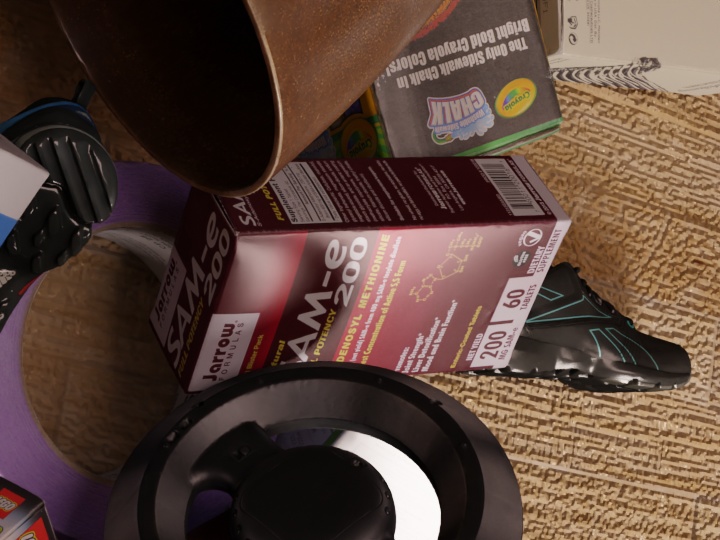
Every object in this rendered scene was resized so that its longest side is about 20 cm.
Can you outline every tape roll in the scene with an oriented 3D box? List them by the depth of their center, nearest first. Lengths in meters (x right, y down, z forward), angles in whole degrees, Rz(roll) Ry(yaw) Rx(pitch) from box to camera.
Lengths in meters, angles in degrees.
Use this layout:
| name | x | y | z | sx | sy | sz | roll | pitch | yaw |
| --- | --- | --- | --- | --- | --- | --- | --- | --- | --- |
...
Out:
| name | x | y | z | sx | sy | sz | roll | pitch | yaw |
| --- | --- | --- | --- | --- | --- | --- | --- | --- | --- |
| tape roll | -0.134 | 0.045 | 1.047 | 0.199 | 0.065 | 0.202 | 2 | 87 | -37 |

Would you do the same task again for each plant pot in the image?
| name | x | y | z | sx | sy | sz | roll | pitch | yaw |
| --- | --- | --- | --- | --- | --- | --- | --- | --- | --- |
| plant pot | -0.025 | -0.165 | 0.942 | 0.199 | 0.186 | 0.188 | -34 | 107 | -27 |

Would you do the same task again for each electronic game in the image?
| name | x | y | z | sx | sy | sz | roll | pitch | yaw |
| --- | --- | --- | --- | --- | --- | --- | --- | --- | --- |
| electronic game | -0.022 | 0.118 | 0.929 | 0.200 | 0.199 | 0.042 | -39 | 144 | -32 |

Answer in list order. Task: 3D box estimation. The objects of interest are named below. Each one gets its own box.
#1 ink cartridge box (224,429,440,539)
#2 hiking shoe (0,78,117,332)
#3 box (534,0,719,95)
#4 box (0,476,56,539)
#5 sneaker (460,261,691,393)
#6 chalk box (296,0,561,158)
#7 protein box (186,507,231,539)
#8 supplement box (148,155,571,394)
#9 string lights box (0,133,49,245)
| name | x | y | z | sx | sy | sz | roll | pitch | yaw |
| --- | --- | --- | --- | --- | --- | --- | --- | --- | --- |
| ink cartridge box | -0.027 | 0.150 | 1.100 | 0.103 | 0.059 | 0.200 | 32 | 106 | -31 |
| hiking shoe | -0.194 | -0.004 | 0.945 | 0.199 | 0.087 | 0.074 | -37 | 115 | 11 |
| box | 0.177 | -0.159 | 1.286 | 0.199 | 0.082 | 0.069 | 2 | 85 | -36 |
| box | -0.180 | 0.210 | 0.965 | 0.110 | 0.035 | 0.201 | -43 | 138 | -34 |
| sneaker | 0.137 | 0.034 | 1.247 | 0.199 | 0.075 | 0.080 | 11 | 78 | -36 |
| chalk box | 0.023 | -0.114 | 1.123 | 0.124 | 0.124 | 0.202 | -19 | 100 | -29 |
| protein box | -0.058 | 0.245 | 0.968 | 0.199 | 0.135 | 0.200 | -27 | 130 | -27 |
| supplement box | 0.000 | 0.000 | 1.027 | 0.198 | 0.061 | 0.109 | -3 | 132 | -29 |
| string lights box | -0.238 | 0.007 | 0.869 | 0.201 | 0.102 | 0.059 | -56 | 155 | 2 |
